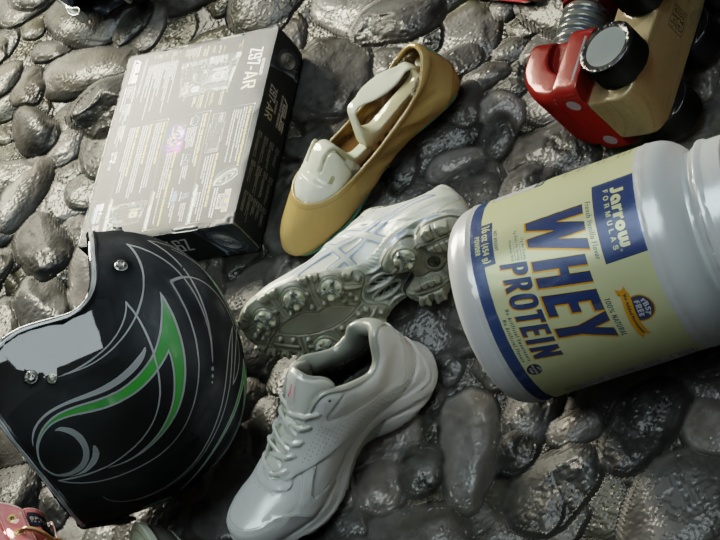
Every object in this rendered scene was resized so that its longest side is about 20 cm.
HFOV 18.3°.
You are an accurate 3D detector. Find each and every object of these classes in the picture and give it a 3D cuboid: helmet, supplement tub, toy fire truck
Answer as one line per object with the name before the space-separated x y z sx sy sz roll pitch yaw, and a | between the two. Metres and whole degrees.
helmet | -0.178 0.076 1.674 0.191 0.200 0.200 -36 45 -8
supplement tub | 0.176 -0.003 1.521 0.200 0.145 0.145 -20 50 22
toy fire truck | 0.158 -0.189 1.694 0.200 0.129 0.176 -6 56 45

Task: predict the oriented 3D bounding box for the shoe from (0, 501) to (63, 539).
shoe | -0.248 0.225 1.701 0.200 0.071 0.091 -4 63 37

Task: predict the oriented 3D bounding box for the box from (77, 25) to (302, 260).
box | -0.142 -0.102 1.879 0.160 0.044 0.200 -8 55 30

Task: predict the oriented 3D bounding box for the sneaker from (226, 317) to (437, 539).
sneaker | -0.038 0.111 1.619 0.200 0.099 0.078 -51 46 -7

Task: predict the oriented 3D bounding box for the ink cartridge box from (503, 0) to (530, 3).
ink cartridge box | 0.125 -0.323 1.835 0.116 0.067 0.200 12 67 39

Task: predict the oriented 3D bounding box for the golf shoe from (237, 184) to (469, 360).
golf shoe | 0.000 0.000 1.705 0.200 0.078 0.097 -23 32 12

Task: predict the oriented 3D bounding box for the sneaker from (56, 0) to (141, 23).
sneaker | -0.209 -0.305 2.044 0.199 0.079 0.130 -37 47 8

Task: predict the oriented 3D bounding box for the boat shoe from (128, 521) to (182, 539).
boat shoe | -0.117 0.248 1.606 0.201 0.060 0.072 -128 41 -53

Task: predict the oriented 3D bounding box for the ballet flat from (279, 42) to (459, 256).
ballet flat | -0.006 -0.101 1.771 0.200 0.063 0.069 -49 45 -4
